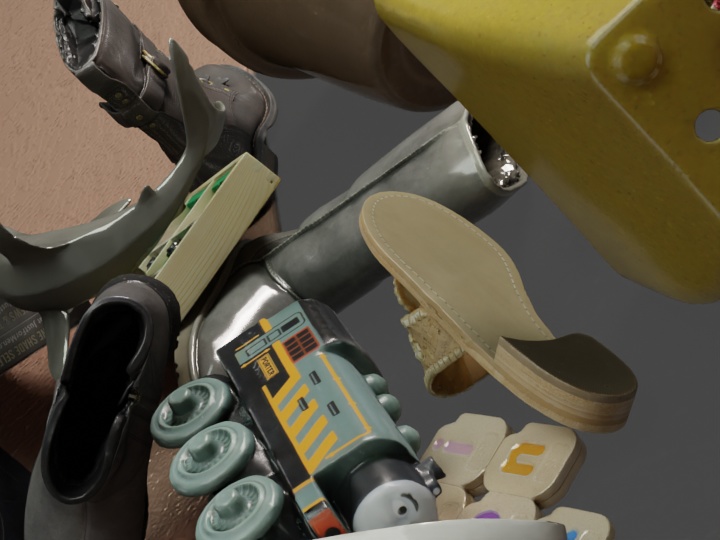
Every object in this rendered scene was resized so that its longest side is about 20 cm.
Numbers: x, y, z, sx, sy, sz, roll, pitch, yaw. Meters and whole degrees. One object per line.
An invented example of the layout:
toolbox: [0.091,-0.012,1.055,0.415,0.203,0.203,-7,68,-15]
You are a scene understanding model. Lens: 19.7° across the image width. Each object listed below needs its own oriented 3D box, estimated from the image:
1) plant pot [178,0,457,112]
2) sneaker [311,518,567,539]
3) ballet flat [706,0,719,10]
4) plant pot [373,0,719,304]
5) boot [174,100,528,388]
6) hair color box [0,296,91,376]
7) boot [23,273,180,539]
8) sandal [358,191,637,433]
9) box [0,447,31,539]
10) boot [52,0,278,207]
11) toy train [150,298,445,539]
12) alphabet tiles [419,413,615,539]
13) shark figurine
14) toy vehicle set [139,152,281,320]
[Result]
plant pot: [0.009,-0.182,1.258,0.200,0.200,0.175,-46,48,-1]
sneaker: [-0.002,0.187,0.878,0.200,0.147,0.081,-9,-10,1]
ballet flat: [0.164,-0.129,1.084,0.200,0.064,0.076,-51,29,-11]
plant pot: [0.150,-0.101,0.890,0.194,0.196,0.200,-43,16,4]
boot: [-0.001,-0.001,1.143,0.200,0.073,0.182,-24,36,25]
hair color box: [-0.268,0.045,1.352,0.111,0.064,0.200,-35,10,-33]
boot: [-0.143,0.101,1.069,0.132,0.070,0.200,-83,2,-81]
sandal: [0.052,0.037,1.017,0.212,0.078,0.070,44,125,48]
box: [-0.297,0.152,1.183,0.124,0.200,0.197,-35,30,17]
boot: [-0.131,-0.129,1.350,0.069,0.174,0.200,-39,30,12]
toy train: [-0.030,0.092,1.014,0.114,0.085,0.200,-35,29,-1]
alphabet tiles: [0.027,0.153,0.955,0.195,0.015,0.200,3,54,53]
shark figurine: [-0.160,-0.027,1.177,0.214,0.089,0.128,-33,46,30]
toy vehicle set: [-0.117,0.002,1.247,0.124,0.026,0.200,-56,10,-17]
